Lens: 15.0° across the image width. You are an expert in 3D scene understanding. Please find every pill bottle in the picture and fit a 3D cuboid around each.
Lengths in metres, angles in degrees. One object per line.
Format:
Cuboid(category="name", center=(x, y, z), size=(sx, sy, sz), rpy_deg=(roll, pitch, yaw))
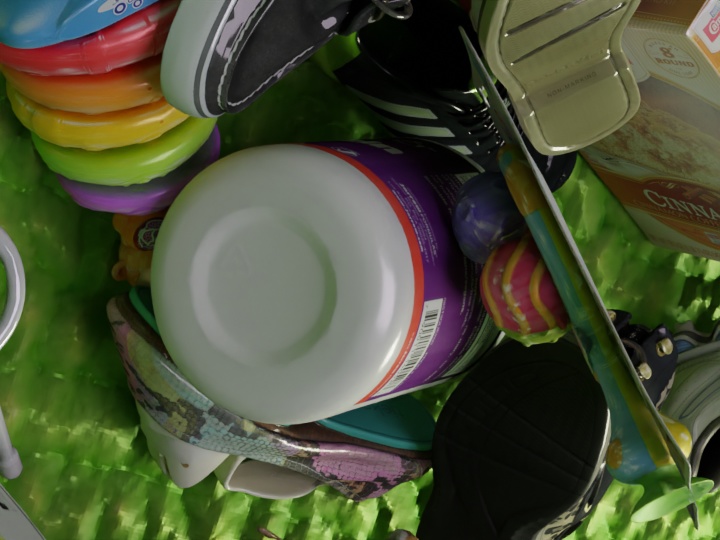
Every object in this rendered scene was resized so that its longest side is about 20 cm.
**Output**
Cuboid(category="pill bottle", center=(0.000, 0.000, 1.156), size=(0.200, 0.112, 0.113), rpy_deg=(-10, 110, -68))

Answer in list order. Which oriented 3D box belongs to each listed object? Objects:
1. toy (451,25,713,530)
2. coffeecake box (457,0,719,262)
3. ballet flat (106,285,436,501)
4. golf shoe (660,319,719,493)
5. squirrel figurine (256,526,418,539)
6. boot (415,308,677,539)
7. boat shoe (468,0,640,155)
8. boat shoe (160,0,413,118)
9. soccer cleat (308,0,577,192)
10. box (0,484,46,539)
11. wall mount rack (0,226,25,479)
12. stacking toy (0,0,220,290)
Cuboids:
Cuboid(category="toy", center=(0.074, 0.012, 1.092), size=(0.047, 0.200, 0.115), rpy_deg=(-29, 160, 0))
Cuboid(category="coffeecake box", center=(0.161, -0.084, 1.273), size=(0.073, 0.153, 0.200), rpy_deg=(-55, 129, -16))
Cuboid(category="ballet flat", center=(-0.048, 0.067, 1.199), size=(0.200, 0.069, 0.071), rpy_deg=(23, 118, -44))
Cuboid(category="golf shoe", center=(0.233, 0.050, 1.310), size=(0.078, 0.200, 0.097), rpy_deg=(45, 32, -30))
Cuboid(category="squirrel figurine", center=(-0.037, 0.186, 1.147), size=(0.187, 0.200, 0.142), rpy_deg=(-17, 108, -27))
Cuboid(category="boot", center=(0.096, 0.057, 1.255), size=(0.154, 0.073, 0.204), rpy_deg=(-49, 165, -39))
Cuboid(category="boat shoe", center=(0.073, -0.116, 1.111), size=(0.075, 0.068, 0.200), rpy_deg=(-22, 158, -5))
Cuboid(category="boat shoe", center=(0.005, -0.129, 1.048), size=(0.200, 0.066, 0.070), rpy_deg=(-50, 155, -19))
Cuboid(category="soccer cleat", center=(0.042, -0.082, 1.221), size=(0.200, 0.081, 0.068), rpy_deg=(34, 79, -41))
Cuboid(category="box", center=(-0.214, 0.155, 1.005), size=(0.200, 0.060, 0.117), rpy_deg=(-45, 158, 7))
Cuboid(category="wall mount rack", center=(-0.204, 0.071, 1.063), size=(0.200, 0.075, 0.174), rpy_deg=(-47, 124, -20))
Cuboid(category="stacking toy", center=(-0.097, -0.065, 1.110), size=(0.116, 0.110, 0.200), rpy_deg=(-29, 134, -22))
